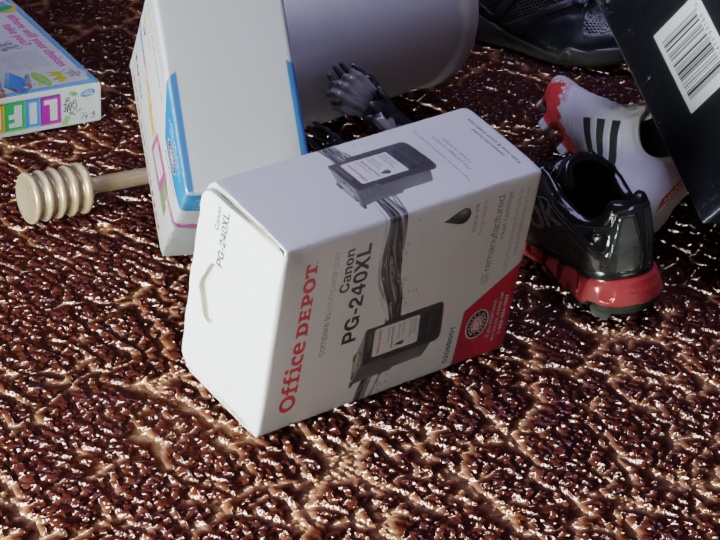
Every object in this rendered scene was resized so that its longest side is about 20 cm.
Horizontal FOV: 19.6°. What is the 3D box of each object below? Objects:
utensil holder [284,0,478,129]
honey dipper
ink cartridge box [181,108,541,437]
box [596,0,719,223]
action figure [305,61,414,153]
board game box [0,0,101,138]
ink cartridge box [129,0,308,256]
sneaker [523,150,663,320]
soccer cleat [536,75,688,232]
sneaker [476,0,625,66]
[{"bbox_3d":[-0.034,-0.198,1.624,0.199,0.171,0.170,-25,39,-37],"label":"utensil holder"},{"bbox_3d":[-0.153,-0.070,1.516,0.199,0.038,0.038,-13,32,-32],"label":"honey dipper"},{"bbox_3d":[0.000,0.000,1.279,0.199,0.146,0.083,-19,45,-33],"label":"ink cartridge box"},{"bbox_3d":[0.302,-0.139,1.464,0.198,0.123,0.201,2,56,-37],"label":"box"},{"bbox_3d":[-0.001,-0.073,1.454,0.102,0.119,0.200,28,14,-21],"label":"action figure"},{"bbox_3d":[-0.308,-0.162,1.668,0.134,0.034,0.200,-13,32,-27],"label":"board game box"},{"bbox_3d":[-0.095,-0.100,1.367,0.084,0.145,0.200,-8,-9,-10],"label":"ink cartridge box"},{"bbox_3d":[0.129,-0.047,1.432,0.071,0.098,0.200,-21,36,-34],"label":"sneaker"},{"bbox_3d":[0.190,-0.096,1.526,0.085,0.069,0.200,-41,31,14],"label":"soccer cleat"},{"bbox_3d":[0.162,-0.242,1.775,0.199,0.115,0.076,19,34,24],"label":"sneaker"}]
